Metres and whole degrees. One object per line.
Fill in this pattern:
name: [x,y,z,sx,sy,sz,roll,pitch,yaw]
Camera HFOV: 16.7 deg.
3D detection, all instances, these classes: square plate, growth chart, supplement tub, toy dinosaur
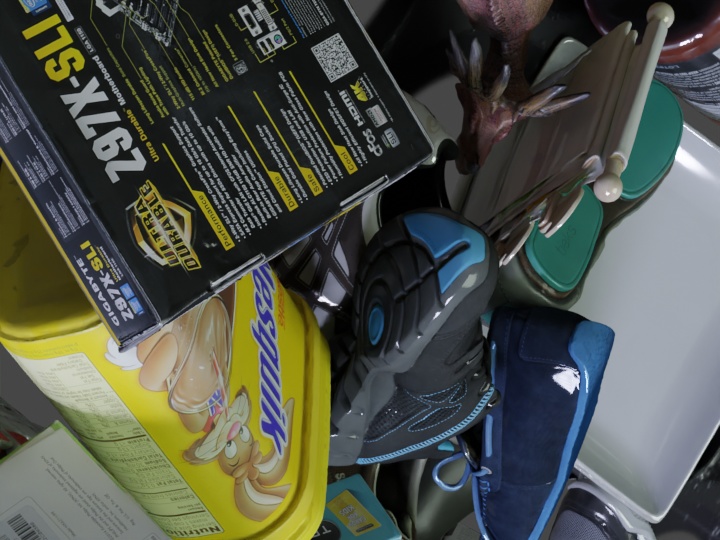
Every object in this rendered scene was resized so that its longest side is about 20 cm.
square plate: [0.137,0.005,1.367,0.198,0.028,0.200,35,79,-10]
growth chart: [0.088,-0.054,1.222,0.018,0.200,0.145,32,61,-16]
supplement tub: [0.212,-0.141,1.385,0.200,0.107,0.107,25,93,-56]
toy dinosaur: [0.066,-0.144,1.172,0.200,0.086,0.136,60,41,-46]

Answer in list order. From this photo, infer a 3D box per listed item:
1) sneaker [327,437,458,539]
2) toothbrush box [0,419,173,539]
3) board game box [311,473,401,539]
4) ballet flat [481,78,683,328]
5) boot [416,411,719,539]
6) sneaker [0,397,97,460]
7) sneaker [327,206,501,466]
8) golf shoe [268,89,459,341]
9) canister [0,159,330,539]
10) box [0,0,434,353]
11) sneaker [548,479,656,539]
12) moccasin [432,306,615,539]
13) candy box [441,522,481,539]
sneaker: [-0.015,0.148,1.330,0.070,0.076,0.200,20,97,-55]
toothbrush box: [-0.117,0.184,1.065,0.086,0.146,0.200,-36,155,-25]
board game box: [-0.071,0.205,1.256,0.151,0.047,0.200,-17,142,-28]
ballet flat: [0.109,-0.038,1.306,0.064,0.067,0.200,-35,-168,43]
boot: [0.114,0.110,1.408,0.200,0.138,0.077,-46,145,-17]
sneaker: [-0.169,0.106,1.112,0.082,0.077,0.200,-53,144,-1]
sneaker: [0.034,0.033,1.179,0.082,0.073,0.200,7,150,-16]
golf shoe: [0.000,0.000,1.230,0.078,0.094,0.200,-25,134,-41]
canister: [-0.088,0.028,1.103,0.200,0.086,0.149,58,26,-48]
box: [-0.082,-0.092,0.997,0.160,0.049,0.200,-34,94,-32]
sneaker: [0.127,0.227,1.561,0.114,0.075,0.200,-33,139,-37]
moccasin: [0.084,0.079,1.281,0.200,0.068,0.081,102,13,-47]
candy box: [0.037,0.239,1.389,0.200,0.061,0.137,-44,158,-73]
